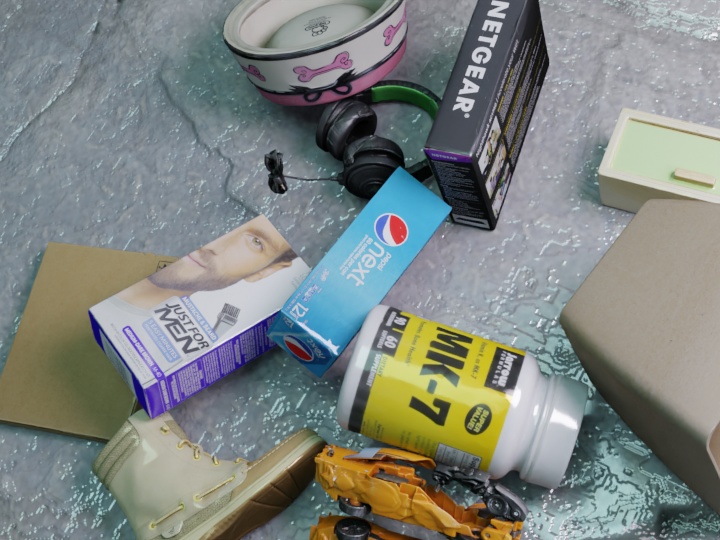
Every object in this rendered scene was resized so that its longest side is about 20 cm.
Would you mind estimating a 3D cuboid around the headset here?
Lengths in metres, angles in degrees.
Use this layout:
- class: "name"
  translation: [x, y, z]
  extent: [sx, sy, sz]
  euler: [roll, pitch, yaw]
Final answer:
- class: "headset"
  translation: [-0.003, -0.130, 1.195]
  extent: [0.199, 0.094, 0.124]
  euler: [-27, 61, -10]

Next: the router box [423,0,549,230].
- class: "router box"
  translation: [0.126, -0.162, 1.141]
  extent: [0.051, 0.149, 0.201]
  euler: [13, 70, 20]

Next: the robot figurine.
- class: "robot figurine"
  translation: [0.054, 0.219, 1.015]
  extent: [0.198, 0.058, 0.146]
  euler: [13, 110, 18]

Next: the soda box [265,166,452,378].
- class: "soda box"
  translation: [0.000, 0.000, 1.110]
  extent: [0.068, 0.064, 0.200]
  euler: [38, 61, 1]

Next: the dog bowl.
- class: "dog bowl"
  translation: [-0.039, -0.245, 1.233]
  extent: [0.198, 0.074, 0.201]
  euler: [-12, 37, 9]

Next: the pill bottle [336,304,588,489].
- class: "pill bottle"
  translation: [0.088, 0.112, 1.031]
  extent: [0.198, 0.114, 0.115]
  euler: [18, 71, 7]

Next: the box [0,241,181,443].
- class: "box"
  translation: [-0.281, 0.071, 1.223]
  extent: [0.162, 0.021, 0.202]
  euler: [7, 69, 19]

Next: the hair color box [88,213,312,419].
- class: "hair color box"
  translation: [-0.145, 0.041, 1.142]
  extent: [0.199, 0.065, 0.109]
  euler: [-30, 59, -22]

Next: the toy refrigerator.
- class: "toy refrigerator"
  translation: [0.326, -0.083, 1.093]
  extent: [0.199, 0.070, 0.076]
  euler: [18, 72, 22]

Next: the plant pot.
- class: "plant pot"
  translation: [0.284, 0.056, 0.982]
  extent: [0.177, 0.200, 0.200]
  euler: [33, 78, 37]

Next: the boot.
- class: "boot"
  translation: [-0.143, 0.177, 1.110]
  extent: [0.200, 0.073, 0.156]
  euler: [-39, 61, -1]
